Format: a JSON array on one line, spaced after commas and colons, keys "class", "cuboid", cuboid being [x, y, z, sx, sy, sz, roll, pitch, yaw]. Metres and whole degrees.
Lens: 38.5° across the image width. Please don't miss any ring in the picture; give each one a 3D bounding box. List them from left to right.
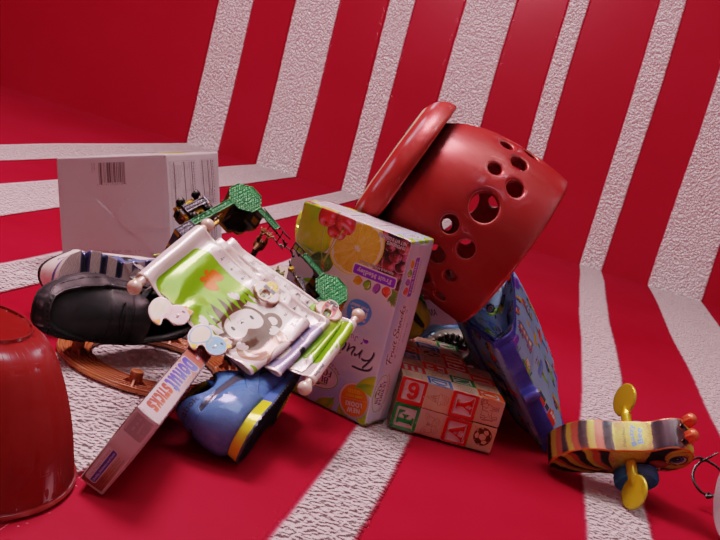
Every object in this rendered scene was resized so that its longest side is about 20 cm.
[{"class": "ring", "cuboid": [-0.212, 0.089, 1.066, 0.198, 0.019, 0.200, 15, 9, -3]}]

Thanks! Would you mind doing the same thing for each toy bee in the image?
[{"class": "toy bee", "cuboid": [0.300, 0.175, 1.077, 0.198, 0.109, 0.132, -10, 58, -18]}]

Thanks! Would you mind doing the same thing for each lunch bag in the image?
[{"class": "lunch bag", "cuboid": [0.184, 0.108, 1.202, 0.093, 0.152, 0.200, -25, 18, 4]}]

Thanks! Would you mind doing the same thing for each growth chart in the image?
[{"class": "growth chart", "cuboid": [-0.104, 0.034, 0.951, 0.199, 0.018, 0.145, 32, 43, -2]}]

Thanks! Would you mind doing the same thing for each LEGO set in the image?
[{"class": "LEGO set", "cuboid": [-0.123, 0.023, 1.048, 0.200, 0.116, 0.154, 41, 44, 4]}]

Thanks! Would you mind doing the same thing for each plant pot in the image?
[{"class": "plant pot", "cuboid": [0.103, -0.071, 1.154, 0.182, 0.201, 0.200, 36, 10, -3]}]

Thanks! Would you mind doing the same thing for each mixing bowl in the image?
[{"class": "mixing bowl", "cuboid": [-0.289, 0.083, 0.728, 0.198, 0.109, 0.200, 16, 11, -3]}]

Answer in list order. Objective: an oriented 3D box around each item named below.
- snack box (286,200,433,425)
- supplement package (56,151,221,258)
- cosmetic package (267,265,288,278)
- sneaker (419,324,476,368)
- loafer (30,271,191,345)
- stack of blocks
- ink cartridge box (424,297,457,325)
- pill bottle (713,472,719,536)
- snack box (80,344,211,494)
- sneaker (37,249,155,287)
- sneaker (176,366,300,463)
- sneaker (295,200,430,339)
[{"class": "snack box", "cuboid": [-0.015, 0.042, 1.095, 0.141, 0.202, 0.053, 22, 14, 30]}, {"class": "supplement package", "cuboid": [-0.288, -0.081, 1.380, 0.150, 0.152, 0.200, 0, 7, 11]}, {"class": "cosmetic package", "cuboid": [-0.066, 0.056, 1.231, 0.199, 0.105, 0.073, 9, 11, -41]}, {"class": "sneaker", "cuboid": [0.127, 0.096, 1.393, 0.199, 0.079, 0.090, 6, 11, -45]}, {"class": "loafer", "cuboid": [-0.239, 0.041, 1.034, 0.070, 0.069, 0.200, 13, 4, 32]}, {"class": "stack of blocks", "cuboid": [0.088, 0.133, 1.177, 0.114, 0.059, 0.200, 15, 10, -5]}, {"class": "ink cartridge box", "cuboid": [0.083, 0.055, 1.399, 0.175, 0.045, 0.199, -16, -10, 35]}, {"class": "pill bottle", "cuboid": [0.458, 0.242, 1.007, 0.198, 0.115, 0.114, 15, 10, -5]}, {"class": "snack box", "cuboid": [-0.169, 0.114, 0.842, 0.024, 0.072, 0.200, 38, 9, -4]}, {"class": "sneaker", "cuboid": [-0.278, 0.012, 1.165, 0.198, 0.081, 0.115, 14, -3, -44]}, {"class": "sneaker", "cuboid": [-0.108, 0.111, 0.949, 0.078, 0.066, 0.200, 28, 14, 7]}, {"class": "sneaker", "cuboid": [0.000, 0.000, 1.203, 0.200, 0.074, 0.084, 45, 17, -8]}]
